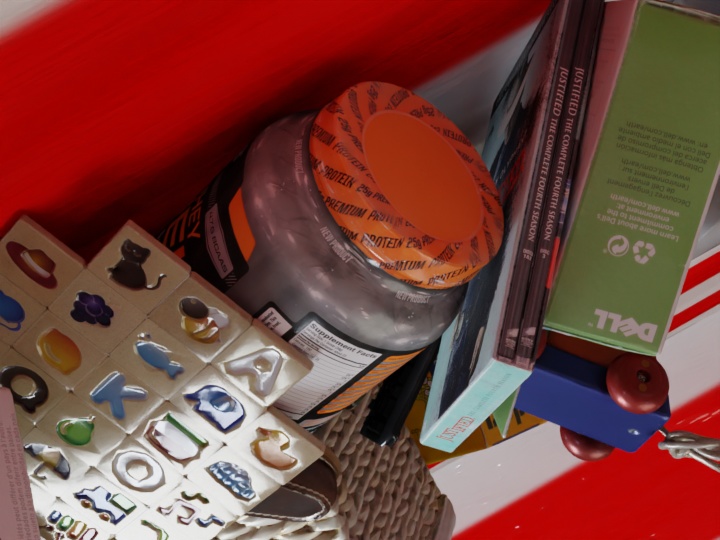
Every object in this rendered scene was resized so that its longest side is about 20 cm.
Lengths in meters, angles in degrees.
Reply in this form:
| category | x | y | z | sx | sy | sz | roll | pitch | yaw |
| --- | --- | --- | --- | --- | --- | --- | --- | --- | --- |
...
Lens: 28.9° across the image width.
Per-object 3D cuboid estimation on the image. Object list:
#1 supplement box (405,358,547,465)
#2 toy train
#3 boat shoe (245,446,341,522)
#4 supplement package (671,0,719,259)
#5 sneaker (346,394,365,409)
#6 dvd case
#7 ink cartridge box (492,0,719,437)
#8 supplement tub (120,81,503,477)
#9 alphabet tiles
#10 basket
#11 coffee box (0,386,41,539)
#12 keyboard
| category | x | y | z | sx | sy | sz | roll | pitch | yaw |
| --- | --- | --- | --- | --- | --- | --- | --- | --- | --- |
| supplement box | 0.044 | 0.088 | 1.052 | 0.109 | 0.110 | 0.200 | -17 | 174 | -43 |
| toy train | 0.151 | 0.043 | 0.778 | 0.085 | 0.199 | 0.116 | 117 | -7 | -58 |
| boat shoe | -0.104 | 0.103 | 0.734 | 0.199 | 0.071 | 0.070 | 19 | 139 | -19 |
| supplement package | 0.223 | -0.091 | 0.842 | 0.109 | 0.114 | 0.200 | -27 | 166 | -18 |
| sneaker | 0.000 | 0.000 | 0.787 | 0.089 | 0.077 | 0.200 | -51 | 170 | -25 |
| dvd case | 0.072 | -0.025 | 0.666 | 0.022 | 0.201 | 0.146 | 17 | 158 | -4 |
| ink cartridge box | 0.115 | -0.022 | 0.649 | 0.104 | 0.059 | 0.201 | -103 | -152 | -80 |
| supplement tub | -0.034 | 0.009 | 0.651 | 0.200 | 0.123 | 0.122 | -40 | 163 | 36 |
| alphabet tiles | -0.117 | 0.063 | 0.633 | 0.200 | 0.166 | 0.006 | -41 | -163 | 36 |
| basket | -0.064 | 0.172 | 0.917 | 0.198 | 0.161 | 0.200 | -21 | -166 | 18 |
| coffee box | -0.253 | 0.178 | 0.557 | 0.197 | 0.200 | 0.200 | 6 | 146 | -41 |
| keyboard | 0.048 | 0.007 | 0.811 | 0.201 | 0.021 | 0.127 | -63 | -178 | -6 |
